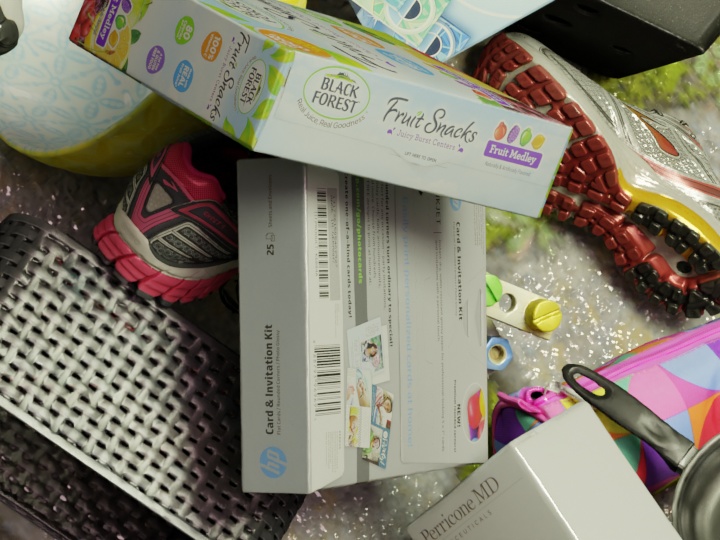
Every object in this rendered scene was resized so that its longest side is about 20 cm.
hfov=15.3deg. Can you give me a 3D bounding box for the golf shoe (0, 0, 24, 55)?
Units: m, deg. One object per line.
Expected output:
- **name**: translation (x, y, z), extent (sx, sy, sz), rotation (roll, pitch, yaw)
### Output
- **golf shoe**: translation (-0.192, -0.210, 1.412), extent (0.094, 0.078, 0.201), rotation (-10, 76, -24)

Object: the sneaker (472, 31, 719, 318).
- **sneaker**: translation (0.145, -0.062, 1.535), extent (0.200, 0.078, 0.082), rotation (44, 44, -7)

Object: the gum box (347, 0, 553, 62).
- **gum box**: translation (0.065, -0.217, 1.387), extent (0.200, 0.045, 0.170), rotation (-29, 94, 6)

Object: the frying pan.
- **frying pan**: translation (0.184, 0.123, 1.403), extent (0.189, 0.031, 0.115), rotation (12, 64, 14)

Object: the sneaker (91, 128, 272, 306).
- **sneaker**: translation (-0.042, -0.040, 1.333), extent (0.081, 0.075, 0.200), rotation (47, 36, 14)

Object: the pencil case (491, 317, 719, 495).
- **pencil case**: translation (0.167, 0.079, 1.491), extent (0.199, 0.088, 0.089), rotation (-18, 84, -29)

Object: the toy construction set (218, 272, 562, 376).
- **toy construction set**: translation (0.000, 0.000, 1.436), extent (0.200, 0.092, 0.131), rotation (45, 78, -1)

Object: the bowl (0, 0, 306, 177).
- **bowl**: translation (-0.091, -0.126, 1.394), extent (0.108, 0.200, 0.201), rotation (33, 64, -38)

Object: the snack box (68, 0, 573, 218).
- **snack box**: translation (-0.016, -0.086, 1.249), extent (0.200, 0.142, 0.053), rotation (11, 104, -47)

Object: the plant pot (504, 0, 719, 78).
- **plant pot**: translation (0.140, -0.220, 1.508), extent (0.199, 0.199, 0.178), rotation (25, 80, -16)

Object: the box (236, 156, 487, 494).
- **box**: translation (0.005, 0.024, 1.309), extent (0.200, 0.041, 0.157), rotation (-2, 91, -62)

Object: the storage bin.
- **storage bin**: translation (-0.128, 0.075, 1.337), extent (0.200, 0.135, 0.094), rotation (35, 66, -11)

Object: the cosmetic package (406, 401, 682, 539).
- **cosmetic package**: translation (0.125, 0.181, 1.376), extent (0.071, 0.101, 0.200), rotation (-24, 75, -46)
